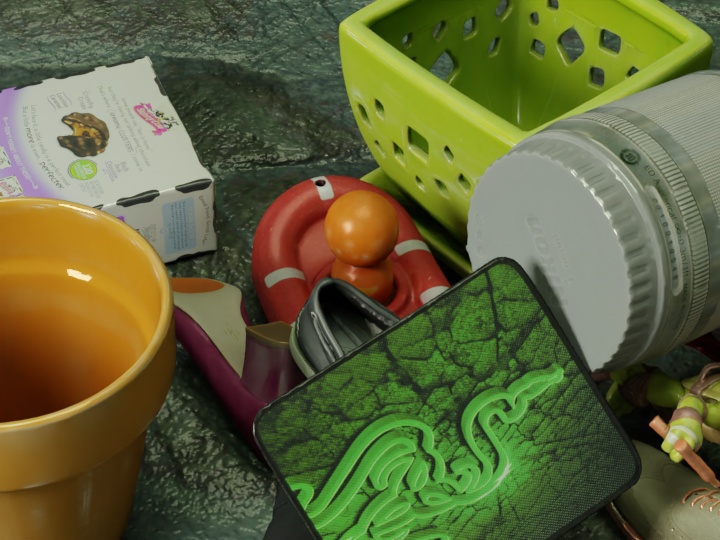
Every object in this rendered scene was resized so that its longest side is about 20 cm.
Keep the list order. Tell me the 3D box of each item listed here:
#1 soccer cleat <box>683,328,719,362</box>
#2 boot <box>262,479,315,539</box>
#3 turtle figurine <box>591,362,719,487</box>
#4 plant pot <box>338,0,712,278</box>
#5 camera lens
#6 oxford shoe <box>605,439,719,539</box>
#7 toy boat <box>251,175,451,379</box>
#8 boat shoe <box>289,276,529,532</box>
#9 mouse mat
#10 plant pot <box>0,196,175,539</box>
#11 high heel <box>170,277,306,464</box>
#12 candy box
[{"bbox_3d":[0.250,0.031,1.336,0.198,0.069,0.085,16,48,23],"label":"soccer cleat"},{"bbox_3d":[0.013,0.194,1.147,0.163,0.066,0.201,6,41,6],"label":"boot"},{"bbox_3d":[0.215,0.088,1.222,0.160,0.065,0.199,22,10,41],"label":"turtle figurine"},{"bbox_3d":[0.114,-0.102,1.393,0.199,0.183,0.199,-29,50,-30],"label":"plant pot"},{"bbox_3d":[0.188,-0.032,1.223,0.199,0.161,0.160,-21,45,-36],"label":"camera lens"},{"bbox_3d":[0.226,0.156,1.187,0.070,0.074,0.200,-31,51,-31],"label":"oxford shoe"},{"bbox_3d":[0.000,0.000,1.314,0.129,0.132,0.201,-13,44,-16],"label":"toy boat"},{"bbox_3d":[0.033,0.077,1.171,0.074,0.066,0.200,-25,58,-29],"label":"boat shoe"},{"bbox_3d":[0.054,0.104,1.130,0.199,0.008,0.162,-32,87,-16],"label":"mouse mat"},{"bbox_3d":[-0.208,0.089,1.171,0.198,0.185,0.201,0,41,0],"label":"plant pot"},{"bbox_3d":[-0.094,0.067,1.314,0.067,0.097,0.199,-9,20,-38],"label":"high heel"},{"bbox_3d":[-0.225,-0.067,1.429,0.198,0.072,0.168,-15,44,-16],"label":"candy box"}]
